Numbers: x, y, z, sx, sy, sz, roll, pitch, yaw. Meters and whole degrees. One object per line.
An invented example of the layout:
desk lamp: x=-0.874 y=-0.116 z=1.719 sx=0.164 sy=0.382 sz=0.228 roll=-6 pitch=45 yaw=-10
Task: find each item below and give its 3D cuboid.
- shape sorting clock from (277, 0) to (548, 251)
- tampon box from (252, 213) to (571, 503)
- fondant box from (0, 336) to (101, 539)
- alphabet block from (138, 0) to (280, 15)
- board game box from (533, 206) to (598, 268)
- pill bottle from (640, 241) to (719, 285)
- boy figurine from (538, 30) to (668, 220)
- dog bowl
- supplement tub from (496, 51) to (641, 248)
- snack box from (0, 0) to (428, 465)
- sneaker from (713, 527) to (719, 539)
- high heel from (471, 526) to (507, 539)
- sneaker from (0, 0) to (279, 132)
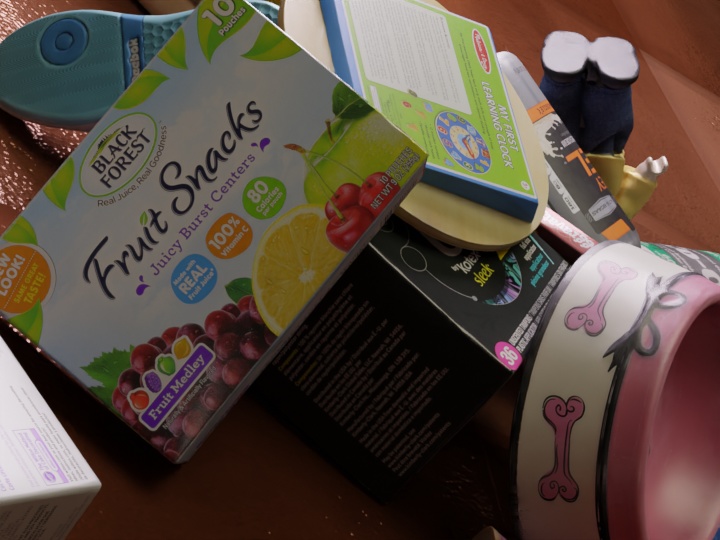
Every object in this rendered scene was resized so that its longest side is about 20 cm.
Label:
shape sorting clock: x=0.032 y=-0.096 z=0.992 sx=0.199 sy=0.039 sz=0.201 roll=25 pitch=43 yaw=-25
tampon box: x=0.000 y=0.000 z=1.000 sx=0.200 sy=0.126 sz=0.150 roll=42 pitch=31 yaw=1
fondant box: x=-0.223 y=0.063 z=0.701 sx=0.199 sy=0.058 sz=0.144 roll=1 pitch=43 yaw=-54
alphabet block: x=-0.093 y=-0.305 z=1.351 sx=0.200 sy=0.197 sz=0.195 roll=47 pitch=28 yaw=20
board game box: x=0.074 y=-0.019 z=1.092 sx=0.200 sy=0.103 sz=0.019 roll=37 pitch=47 yaw=26
pill bottle: x=0.236 y=0.039 z=1.299 sx=0.199 sy=0.113 sz=0.113 roll=6 pitch=39 yaw=-50
boy figurine: x=0.161 y=-0.071 z=1.261 sx=0.123 sy=0.201 sz=0.065 roll=5 pitch=39 yaw=4
dog bowl: x=0.161 y=0.087 z=0.982 sx=0.073 sy=0.202 sz=0.200 roll=10 pitch=9 yaw=31
supplement tub: x=0.108 y=-0.037 z=1.174 sx=0.201 sy=0.122 sz=0.122 roll=56 pitch=26 yaw=1
snack box: x=-0.081 y=-0.023 z=0.876 sx=0.142 sy=0.200 sz=0.053 roll=39 pitch=-6 yaw=5
sneaker: x=0.236 y=0.155 z=1.099 sx=0.199 sy=0.111 sz=0.077 roll=35 pitch=24 yaw=-5
high heel: x=0.091 y=0.215 z=0.868 sx=0.096 sy=0.067 sz=0.200 roll=39 pitch=18 yaw=-14
sneaker: x=-0.125 y=-0.106 z=1.085 sx=0.131 sy=0.198 sz=0.080 roll=63 pitch=27 yaw=-70
